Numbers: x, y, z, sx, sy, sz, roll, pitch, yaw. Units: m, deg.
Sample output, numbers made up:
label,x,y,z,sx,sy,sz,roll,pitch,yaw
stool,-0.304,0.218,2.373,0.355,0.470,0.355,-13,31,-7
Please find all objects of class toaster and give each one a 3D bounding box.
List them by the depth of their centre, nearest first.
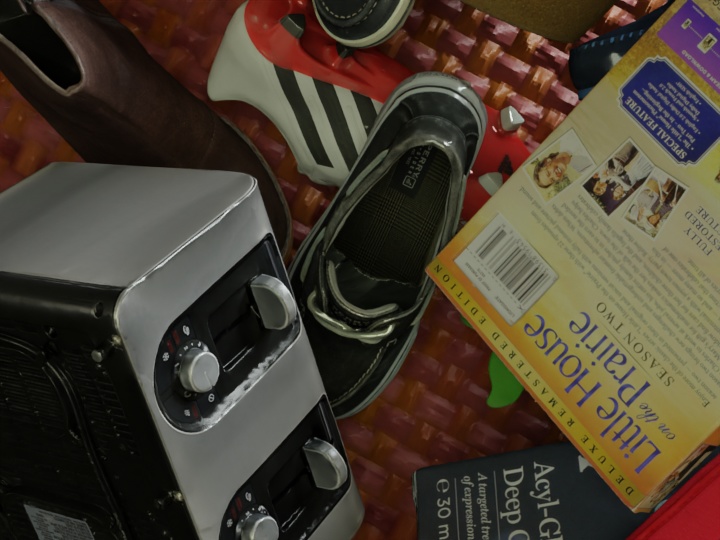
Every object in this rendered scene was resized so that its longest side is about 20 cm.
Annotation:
label,x,y,z,sx,sy,sz,roll,pitch,yaw
toaster,-0.109,0.057,0.706,0.200,0.119,0.181,5,123,39

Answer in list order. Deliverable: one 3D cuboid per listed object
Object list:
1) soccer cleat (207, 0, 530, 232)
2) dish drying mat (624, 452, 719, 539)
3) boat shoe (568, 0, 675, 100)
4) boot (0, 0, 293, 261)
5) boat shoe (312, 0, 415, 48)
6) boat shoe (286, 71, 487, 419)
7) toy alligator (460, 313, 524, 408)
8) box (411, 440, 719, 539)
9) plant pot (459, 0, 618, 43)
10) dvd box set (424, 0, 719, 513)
label,x,y,z,sx,sy,sz,roll,pitch,yaw
soccer cleat,0.014,-0.064,0.793,0.200,0.069,0.085,34,135,-14
dish drying mat,0.150,0.114,0.635,0.200,0.018,0.077,-40,52,-6
boat shoe,0.186,-0.133,0.766,0.199,0.084,0.069,-19,100,-19
boot,-0.116,-0.071,0.746,0.072,0.166,0.200,-44,88,4
boat shoe,-0.006,-0.199,0.702,0.074,0.062,0.201,15,110,36
boat shoe,0.000,0.000,0.750,0.072,0.071,0.200,21,123,3
toy alligator,0.096,-0.020,0.740,0.054,0.059,0.200,33,119,3
box,0.133,0.158,0.694,0.199,0.107,0.149,-12,54,14
plant pot,0.100,-0.216,0.737,0.186,0.186,0.200,26,107,3
dvd box set,0.140,-0.019,0.662,0.200,0.029,0.146,-48,62,14
